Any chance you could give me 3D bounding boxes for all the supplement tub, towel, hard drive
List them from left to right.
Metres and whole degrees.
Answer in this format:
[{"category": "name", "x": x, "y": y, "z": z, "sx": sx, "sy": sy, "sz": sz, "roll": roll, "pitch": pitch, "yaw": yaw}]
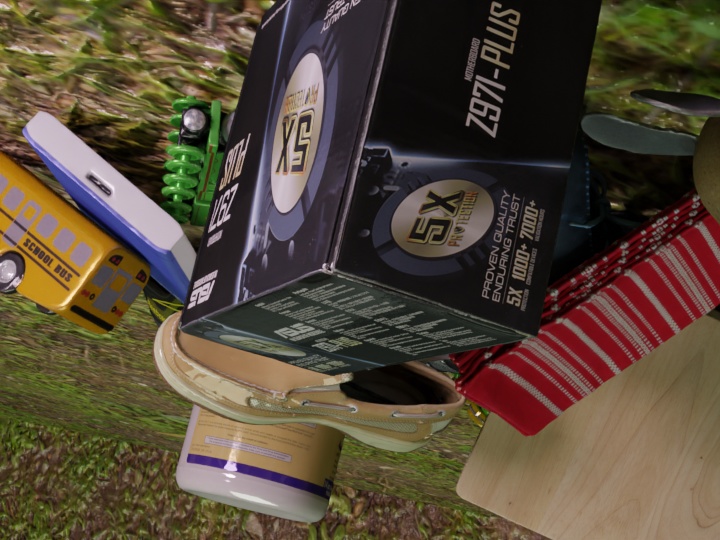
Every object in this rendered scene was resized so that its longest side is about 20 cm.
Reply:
[{"category": "hard drive", "x": -0.167, "y": -0.034, "z": 0.942, "sx": 0.132, "sy": 0.025, "sz": 0.200, "roll": 40, "pitch": 170, "yaw": 10}, {"category": "supplement tub", "x": -0.080, "y": 0.120, "z": 1.200, "sx": 0.144, "sy": 0.202, "sz": 0.146, "roll": 13, "pitch": 166, "yaw": 3}, {"category": "towel", "x": 0.152, "y": 0.022, "z": 0.722, "sx": 0.199, "sy": 0.023, "sz": 0.145, "roll": -35, "pitch": 151, "yaw": 9}]

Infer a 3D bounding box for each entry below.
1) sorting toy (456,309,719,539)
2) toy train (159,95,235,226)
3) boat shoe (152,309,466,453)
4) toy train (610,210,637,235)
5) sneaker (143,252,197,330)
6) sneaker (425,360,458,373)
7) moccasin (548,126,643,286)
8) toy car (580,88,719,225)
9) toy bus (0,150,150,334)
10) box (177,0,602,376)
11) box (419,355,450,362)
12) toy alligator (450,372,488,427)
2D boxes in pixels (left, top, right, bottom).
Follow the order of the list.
[{"category": "sorting toy", "x": 0.198, "y": 0.104, "z": 0.928, "sx": 0.197, "sy": 0.201, "sz": 0.070, "roll": 23, "pitch": -159, "yaw": 4}, {"category": "toy train", "x": -0.101, "y": -0.066, "z": 0.847, "sx": 0.056, "sy": 0.042, "sz": 0.200, "roll": 6, "pitch": 167, "yaw": -10}, {"category": "boat shoe", "x": -0.026, "y": 0.058, "z": 0.797, "sx": 0.198, "sy": 0.072, "sz": 0.076, "roll": 14, "pitch": 152, "yaw": -25}, {"category": "toy train", "x": 0.171, "y": -0.013, "z": 0.798, "sx": 0.198, "sy": 0.034, "sz": 0.046, "roll": 16, "pitch": 169, "yaw": -8}, {"category": "sneaker", "x": -0.113, "y": 0.019, "z": 1.105, "sx": 0.199, "sy": 0.075, "sz": 0.085, "roll": -15, "pitch": 119, "yaw": 33}, {"category": "sneaker", "x": 0.051, "y": 0.050, "z": 1.081, "sx": 0.198, "sy": 0.076, "sz": 0.114, "roll": 4, "pitch": 163, "yaw": 12}, {"category": "moccasin", "x": 0.114, "y": -0.020, "z": 0.728, "sx": 0.068, "sy": 0.081, "sz": 0.201, "roll": -12, "pitch": 147, "yaw": -5}, {"category": "toy car", "x": 0.190, "y": -0.021, "z": 0.555, "sx": 0.199, "sy": 0.159, "sz": 0.164, "roll": 26, "pitch": 175, "yaw": -4}, {"category": "toy bus", "x": -0.253, "y": -0.029, "z": 0.960, "sx": 0.199, "sy": 0.079, "sz": 0.065, "roll": 35, "pitch": 178, "yaw": 28}, {"category": "box", "x": 0.005, "y": -0.050, "z": 0.549, "sx": 0.085, "sy": 0.165, "sz": 0.200, "roll": 18, "pitch": 166, "yaw": -20}, {"category": "box", "x": 0.000, "y": 0.000, "z": 0.869, "sx": 0.112, "sy": 0.102, "sz": 0.200, "roll": 19, "pitch": 165, "yaw": -22}, {"category": "toy alligator", "x": 0.118, "y": 0.111, "z": 1.133, "sx": 0.054, "sy": 0.059, "sz": 0.200, "roll": 29, "pitch": -163, "yaw": -36}]
